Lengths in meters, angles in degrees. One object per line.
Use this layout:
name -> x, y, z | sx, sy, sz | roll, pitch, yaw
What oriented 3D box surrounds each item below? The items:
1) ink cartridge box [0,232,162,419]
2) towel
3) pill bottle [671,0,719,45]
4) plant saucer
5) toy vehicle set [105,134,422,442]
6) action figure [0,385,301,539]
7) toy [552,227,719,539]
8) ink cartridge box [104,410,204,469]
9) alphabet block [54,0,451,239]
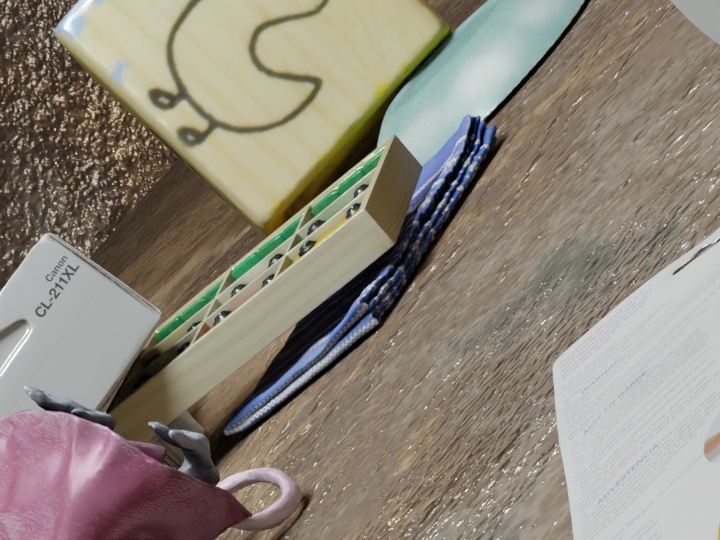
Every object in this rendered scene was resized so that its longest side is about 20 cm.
ink cartridge box -> -0.196, 0.075, 1.534 | 0.146, 0.083, 0.200 | -55, 4, -15
towel -> 0.000, 0.000, 1.523 | 0.145, 0.024, 0.200 | -41, 10, 41
pill bottle -> 0.198, -0.171, 0.997 | 0.200, 0.113, 0.113 | -49, 8, -12
plant saucer -> 0.068, -0.129, 1.737 | 0.201, 0.039, 0.201 | -45, 9, 9
toy vehicle set -> -0.053, 0.012, 1.512 | 0.200, 0.027, 0.124 | -39, 11, 20
action figure -> -0.139, 0.161, 1.221 | 0.134, 0.149, 0.200 | 4, 75, 60
toy -> 0.107, 0.040, 0.684 | 0.115, 0.047, 0.200 | -41, 13, 16
ink cartridge box -> -0.165, 0.138, 1.644 | 0.161, 0.050, 0.200 | -47, 5, 3
alphabet block -> -0.069, -0.153, 1.873 | 0.195, 0.200, 0.196 | -48, -6, 0
